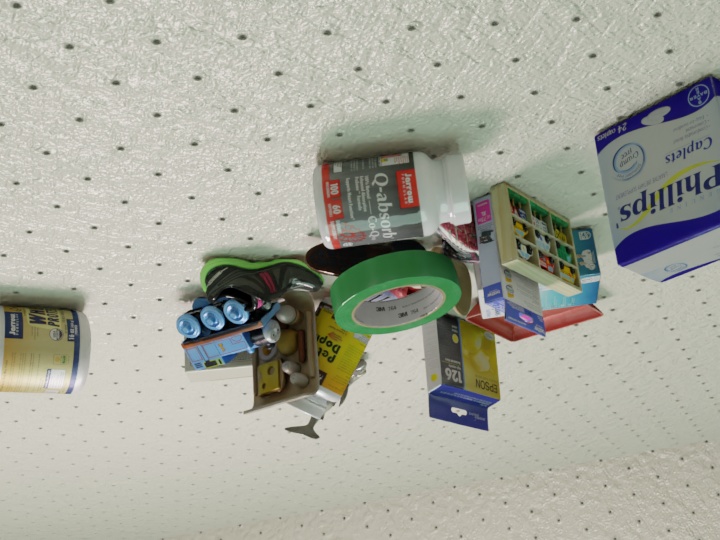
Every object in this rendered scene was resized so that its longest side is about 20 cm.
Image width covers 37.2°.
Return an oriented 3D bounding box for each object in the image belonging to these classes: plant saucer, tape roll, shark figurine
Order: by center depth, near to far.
[{"bbox_3d":[0.054,0.037,1.662,0.200,0.048,0.200,-11,154,-5],"label":"tape roll"},{"bbox_3d":[0.326,0.072,2.007,0.200,0.037,0.200,-20,154,29],"label":"plant saucer"},{"bbox_3d":[-0.078,0.255,2.264,0.089,0.215,0.128,39,179,-8],"label":"shark figurine"}]

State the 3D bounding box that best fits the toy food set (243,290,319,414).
[{"bbox_3d":[-0.148,0.138,1.833,0.143,0.200,0.060,-21,150,30],"label":"toy food set"}]

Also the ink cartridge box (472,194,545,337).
[{"bbox_3d":[0.221,-0.003,1.591,0.042,0.200,0.119,-22,152,32],"label":"ink cartridge box"}]

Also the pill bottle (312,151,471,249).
[{"bbox_3d":[0.043,-0.098,1.432,0.200,0.116,0.116,-8,157,4],"label":"pill bottle"}]

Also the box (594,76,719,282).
[{"bbox_3d":[0.418,-0.113,1.376,0.105,0.200,0.184,16,149,-40],"label":"box"}]

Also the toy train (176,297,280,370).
[{"bbox_3d":[-0.221,0.095,1.811,0.200,0.087,0.114,-17,111,30],"label":"toy train"}]

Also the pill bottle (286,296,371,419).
[{"bbox_3d":[-0.060,0.154,1.875,0.109,0.200,0.109,26,174,3],"label":"pill bottle"}]

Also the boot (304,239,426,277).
[{"bbox_3d":[0.000,0.000,1.707,0.200,0.075,0.097,0,154,-19],"label":"boot"}]

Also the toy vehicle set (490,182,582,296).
[{"bbox_3d":[0.265,-0.044,1.603,0.027,0.124,0.200,-22,153,33],"label":"toy vehicle set"}]

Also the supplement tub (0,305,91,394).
[{"bbox_3d":[-0.564,0.133,1.792,0.200,0.144,0.144,5,155,-25],"label":"supplement tub"}]

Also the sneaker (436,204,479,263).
[{"bbox_3d":[0.150,-0.049,1.620,0.075,0.081,0.200,-15,156,26],"label":"sneaker"}]

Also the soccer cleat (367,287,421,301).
[{"bbox_3d":[0.036,0.031,1.809,0.076,0.067,0.200,-26,153,23],"label":"soccer cleat"}]

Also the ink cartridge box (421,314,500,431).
[{"bbox_3d":[0.197,0.194,2.051,0.047,0.200,0.198,-22,153,35],"label":"ink cartridge box"}]

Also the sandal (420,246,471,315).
[{"bbox_3d":[0.130,0.011,1.794,0.070,0.078,0.212,8,161,23],"label":"sandal"}]

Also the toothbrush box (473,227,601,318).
[{"bbox_3d":[0.291,0.008,1.781,0.200,0.085,0.146,-10,158,7],"label":"toothbrush box"}]

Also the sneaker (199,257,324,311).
[{"bbox_3d":[-0.157,0.027,1.720,0.200,0.084,0.077,0,157,-13],"label":"sneaker"}]

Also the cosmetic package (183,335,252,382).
[{"bbox_3d":[-0.218,0.139,1.947,0.200,0.104,0.073,-4,158,-1],"label":"cosmetic package"}]
